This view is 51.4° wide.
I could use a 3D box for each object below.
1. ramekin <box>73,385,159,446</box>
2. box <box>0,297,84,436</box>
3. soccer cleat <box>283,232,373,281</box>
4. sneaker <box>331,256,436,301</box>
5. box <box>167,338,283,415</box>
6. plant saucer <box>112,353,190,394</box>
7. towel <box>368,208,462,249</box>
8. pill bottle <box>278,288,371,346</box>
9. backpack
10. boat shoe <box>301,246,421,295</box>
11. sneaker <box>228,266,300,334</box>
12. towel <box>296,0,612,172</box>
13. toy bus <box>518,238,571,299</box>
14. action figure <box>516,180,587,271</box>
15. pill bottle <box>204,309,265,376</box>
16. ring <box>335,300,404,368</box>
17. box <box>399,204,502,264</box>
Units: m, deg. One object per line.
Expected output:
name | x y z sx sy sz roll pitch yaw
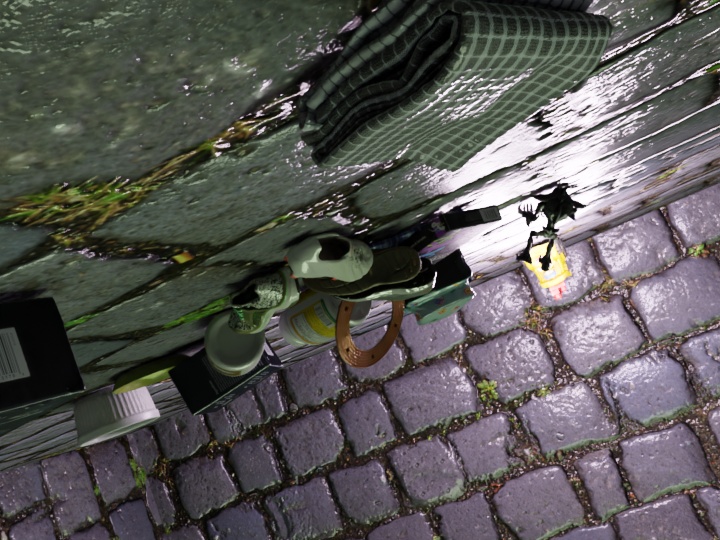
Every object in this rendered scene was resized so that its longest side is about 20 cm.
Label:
ramekin | -0.607 0.347 1.844 0.199 0.106 0.200 -22 171 -3
box | -0.442 0.125 0.784 0.199 0.118 0.196 -28 170 28
soccer cleat | -0.030 -0.022 1.130 0.077 0.070 0.200 -32 165 32
sneaker | 0.037 0.027 1.328 0.199 0.074 0.079 -4 155 9
box | -0.297 0.222 1.685 0.199 0.118 0.197 -34 171 -3
plant saucer | -0.473 0.232 1.714 0.199 0.031 0.200 -22 172 -3
towel | 0.083 -0.056 1.364 0.199 0.024 0.145 -22 169 -7
pill bottle | -0.078 0.085 1.505 0.112 0.113 0.200 -13 168 -44
backpack | 0.162 0.035 1.684 0.175 0.154 0.200 -26 178 -4
boat shoe | 0.000 -0.001 1.258 0.199 0.073 0.068 -8 -177 -2
sneaker | -0.181 0.047 1.219 0.088 0.077 0.200 2 153 -37
towel | 0.063 -0.141 0.557 0.165 0.086 0.200 -14 169 -38
toy bus | 0.623 0.001 2.467 0.135 0.193 0.200 -23 170 21
action figure | 0.374 -0.104 1.503 0.118 0.102 0.201 7 123 -11
pill bottle | -0.248 0.148 1.470 0.114 0.115 0.200 -19 171 -14
ring | 0.017 0.088 1.429 0.019 0.202 0.200 14 -163 38
box | 0.140 -0.052 1.350 0.142 0.036 0.200 -14 166 -39
